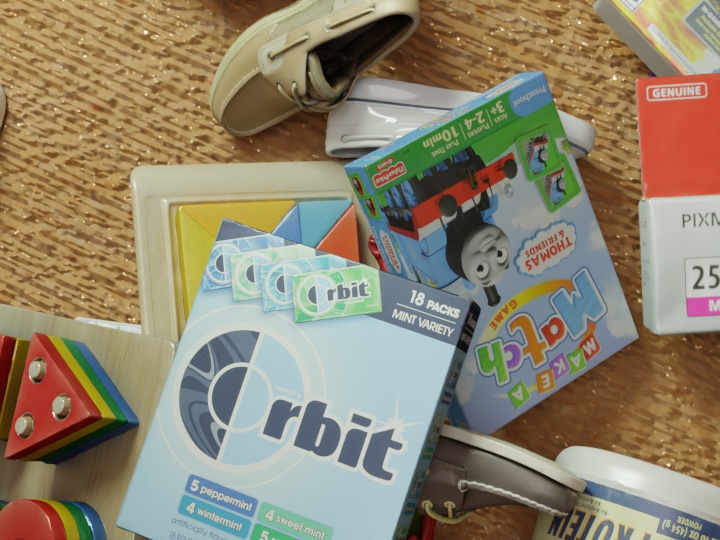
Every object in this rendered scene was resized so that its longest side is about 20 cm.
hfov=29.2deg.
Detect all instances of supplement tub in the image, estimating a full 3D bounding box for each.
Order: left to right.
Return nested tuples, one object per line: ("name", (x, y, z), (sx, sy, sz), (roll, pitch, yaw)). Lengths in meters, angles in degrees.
("supplement tub", (0.167, 0.228, 0.888), (0.143, 0.145, 0.202), (17, 82, 9))

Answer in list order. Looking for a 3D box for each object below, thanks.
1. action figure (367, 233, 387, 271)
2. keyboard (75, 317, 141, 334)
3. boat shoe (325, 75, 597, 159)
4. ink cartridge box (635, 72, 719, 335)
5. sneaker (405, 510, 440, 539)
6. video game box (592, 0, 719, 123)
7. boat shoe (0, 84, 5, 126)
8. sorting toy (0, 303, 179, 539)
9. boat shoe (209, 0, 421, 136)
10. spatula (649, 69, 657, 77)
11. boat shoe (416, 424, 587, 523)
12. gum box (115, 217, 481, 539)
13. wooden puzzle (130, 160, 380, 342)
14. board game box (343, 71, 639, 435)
("action figure", (0.000, 0.000, 0.950), (0.197, 0.065, 0.100), (6, 87, -17))
("keyboard", (-0.198, 0.137, 1.017), (0.055, 0.011, 0.203), (6, 81, 8))
("boat shoe", (0.070, -0.093, 1.004), (0.197, 0.074, 0.066), (10, 85, 19))
("ink cartridge box", (0.290, -0.050, 0.938), (0.197, 0.044, 0.176), (-3, 93, 3))
("sneaker", (0.014, 0.205, 0.941), (0.076, 0.085, 0.203), (6, 80, 9))
("video game box", (0.299, -0.183, 0.983), (0.182, 0.047, 0.200), (-45, 90, -5))
("boat shoe", (-0.323, -0.063, 1.039), (0.070, 0.069, 0.203), (8, 81, 6))
("sorting toy", (-0.225, 0.130, 0.940), (0.197, 0.069, 0.203), (8, 84, 38))
("boat shoe", (-0.037, -0.148, 0.979), (0.199, 0.071, 0.065), (-37, 51, 36))
("spatula", (0.257, -0.200, 1.020), (0.056, 0.021, 0.202), (16, 80, 1))
("boat shoe", (0.045, 0.126, 0.880), (0.198, 0.072, 0.060), (15, 77, 26))
("gum box", (-0.037, 0.090, 0.848), (0.168, 0.045, 0.202), (17, 86, 16))
("wooden puzzle", (-0.064, 0.016, 0.977), (0.183, 0.037, 0.203), (-3, 76, -18))
("board game box", (0.093, -0.010, 0.930), (0.150, 0.036, 0.202), (-29, 106, -22))
